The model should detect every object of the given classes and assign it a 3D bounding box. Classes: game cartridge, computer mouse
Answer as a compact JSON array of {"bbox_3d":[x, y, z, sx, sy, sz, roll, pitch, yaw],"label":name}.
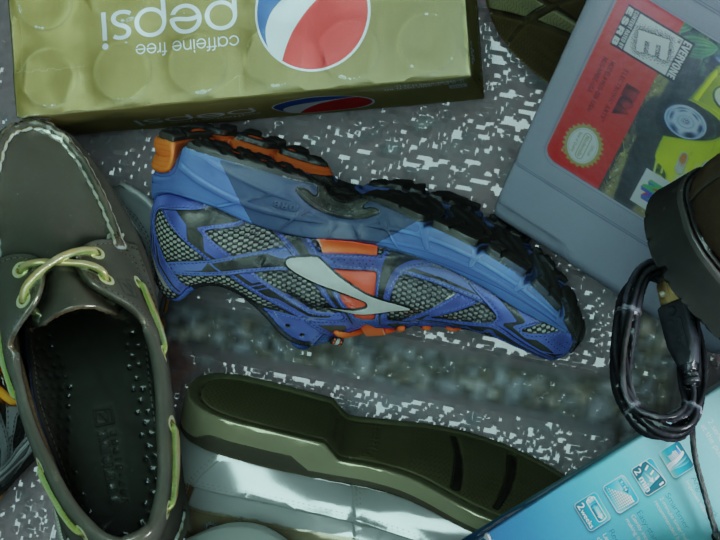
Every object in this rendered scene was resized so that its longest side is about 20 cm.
[{"bbox_3d":[0.139,-0.057,0.799,0.132,0.201,0.041,29,47,8],"label":"game cartridge"},{"bbox_3d":[0.134,0.087,0.727,0.058,0.034,0.202,-8,72,-27],"label":"computer mouse"}]

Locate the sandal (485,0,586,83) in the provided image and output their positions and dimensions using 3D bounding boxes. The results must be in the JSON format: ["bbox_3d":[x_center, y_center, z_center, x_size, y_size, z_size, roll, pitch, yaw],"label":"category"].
[{"bbox_3d":[0.139,-0.078,0.853,0.200,0.081,0.054,41,52,12],"label":"sandal"}]

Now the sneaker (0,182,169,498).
[{"bbox_3d":[-0.154,0.047,0.882,0.078,0.077,0.201,38,90,11],"label":"sneaker"}]

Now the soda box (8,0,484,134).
[{"bbox_3d":[-0.048,-0.102,0.879,0.198,0.064,0.069,-5,86,9],"label":"soda box"}]

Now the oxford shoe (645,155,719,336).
[{"bbox_3d":[0.203,0.022,0.744,0.199,0.073,0.084,36,132,-19],"label":"oxford shoe"}]

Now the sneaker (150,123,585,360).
[{"bbox_3d":[0.000,0.000,0.869,0.198,0.075,0.079,19,106,7],"label":"sneaker"}]

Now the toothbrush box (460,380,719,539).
[{"bbox_3d":[0.136,0.129,0.781,0.199,0.085,0.147,-28,83,-31],"label":"toothbrush box"}]

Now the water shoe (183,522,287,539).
[{"bbox_3d":[-0.097,0.183,0.843,0.200,0.079,0.072,-39,101,24],"label":"water shoe"}]

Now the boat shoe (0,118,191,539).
[{"bbox_3d":[-0.113,0.025,0.826,0.071,0.060,0.204,-13,74,-11],"label":"boat shoe"}]

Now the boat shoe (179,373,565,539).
[{"bbox_3d":[0.014,0.105,0.863,0.198,0.075,0.069,18,110,7],"label":"boat shoe"}]
